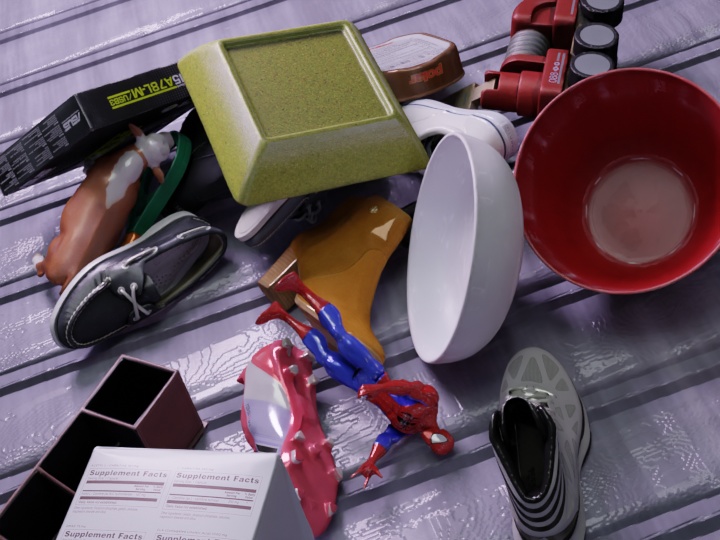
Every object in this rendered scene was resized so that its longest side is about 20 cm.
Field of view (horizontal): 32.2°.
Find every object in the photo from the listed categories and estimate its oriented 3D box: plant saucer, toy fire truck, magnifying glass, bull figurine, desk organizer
[{"bbox_3d":[-0.054,-0.167,1.195,0.198,0.048,0.201,-13,55,-19],"label":"plant saucer"},{"bbox_3d":[0.168,-0.207,1.315,0.198,0.129,0.177,8,47,11],"label":"toy fire truck"},{"bbox_3d":[-0.226,-0.055,1.290,0.079,0.022,0.202,-8,59,53],"label":"magnifying glass"},{"bbox_3d":[-0.267,-0.065,1.280,0.201,0.065,0.121,-60,22,-14],"label":"bull figurine"},{"bbox_3d":[-0.220,0.174,1.061,0.071,0.077,0.201,12,50,28],"label":"desk organizer"}]

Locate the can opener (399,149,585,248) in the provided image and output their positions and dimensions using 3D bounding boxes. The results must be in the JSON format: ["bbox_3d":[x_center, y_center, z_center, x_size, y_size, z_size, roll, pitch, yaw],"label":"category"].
[{"bbox_3d":[0.124,-0.075,1.221,0.198,0.079,0.064,-19,50,12],"label":"can opener"}]

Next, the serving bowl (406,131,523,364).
[{"bbox_3d":[0.098,-0.016,1.089,0.065,0.201,0.201,7,42,-12],"label":"serving bowl"}]

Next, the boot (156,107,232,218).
[{"bbox_3d":[-0.117,-0.139,1.299,0.199,0.065,0.166,-20,44,45],"label":"boot"}]

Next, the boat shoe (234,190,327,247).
[{"bbox_3d":[-0.051,-0.083,1.278,0.072,0.062,0.200,-12,31,50],"label":"boat shoe"}]

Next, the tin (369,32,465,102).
[{"bbox_3d":[0.044,-0.222,1.361,0.111,0.042,0.200,-17,19,-10],"label":"tin"}]

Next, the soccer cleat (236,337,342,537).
[{"bbox_3d":[-0.066,0.148,1.061,0.076,0.066,0.201,-38,43,27],"label":"soccer cleat"}]

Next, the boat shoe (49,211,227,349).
[{"bbox_3d":[-0.216,0.011,1.229,0.060,0.076,0.200,20,55,40],"label":"boat shoe"}]

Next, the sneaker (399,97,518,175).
[{"bbox_3d":[0.067,-0.130,1.252,0.070,0.074,0.199,-27,19,-32],"label":"sneaker"}]

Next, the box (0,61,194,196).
[{"bbox_3d":[-0.268,-0.156,1.325,0.199,0.048,0.193,-24,6,44],"label":"box"}]

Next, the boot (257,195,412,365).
[{"bbox_3d":[0.000,0.000,1.165,0.144,0.071,0.201,-43,40,-12],"label":"boot"}]

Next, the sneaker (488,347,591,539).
[{"bbox_3d":[0.141,0.115,0.978,0.075,0.116,0.202,-8,43,9],"label":"sneaker"}]

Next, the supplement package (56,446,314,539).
[{"bbox_3d":[-0.123,0.259,0.857,0.145,0.192,0.201,0,45,16],"label":"supplement package"}]

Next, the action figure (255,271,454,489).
[{"bbox_3d":[-0.011,0.096,1.035,0.199,0.066,0.099,38,36,8],"label":"action figure"}]

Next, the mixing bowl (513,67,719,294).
[{"bbox_3d":[0.243,-0.067,1.112,0.198,0.108,0.203,-4,77,18],"label":"mixing bowl"}]
